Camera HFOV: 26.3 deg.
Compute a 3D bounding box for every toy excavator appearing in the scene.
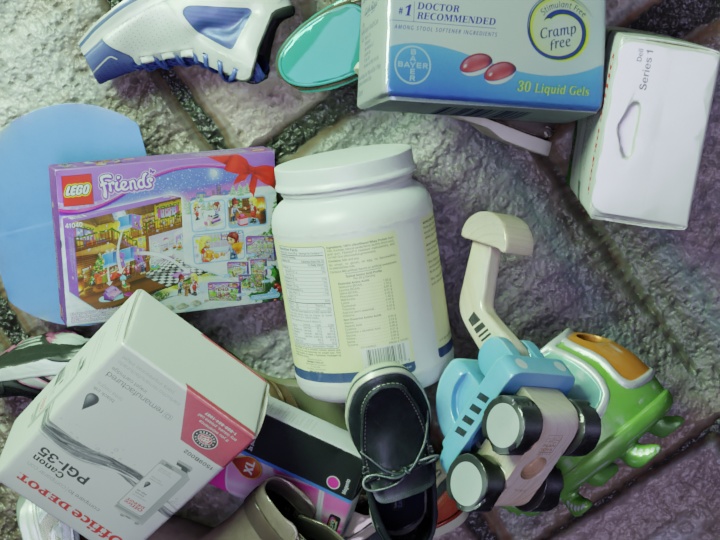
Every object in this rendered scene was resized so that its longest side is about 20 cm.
[{"bbox_3d":[0.114,0.077,1.300,0.099,0.200,0.195,6,125,-41],"label":"toy excavator"}]

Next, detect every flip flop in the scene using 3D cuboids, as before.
[{"bbox_3d":[-0.095,0.124,1.416,0.199,0.058,0.082,27,101,-3],"label":"flip flop"}]

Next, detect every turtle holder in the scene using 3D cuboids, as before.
[{"bbox_3d":[0.186,0.137,1.382,0.132,0.141,0.186,51,135,7],"label":"turtle holder"}]

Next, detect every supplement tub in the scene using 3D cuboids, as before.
[{"bbox_3d":[0.000,0.000,1.343,0.143,0.145,0.202,-8,101,4],"label":"supplement tub"}]

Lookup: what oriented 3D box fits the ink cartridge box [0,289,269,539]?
[{"bbox_3d":[-0.196,0.137,1.323,0.146,0.083,0.200,37,119,-18],"label":"ink cartridge box"}]

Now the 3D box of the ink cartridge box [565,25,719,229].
[{"bbox_3d":[0.230,-0.123,1.282,0.083,0.200,0.148,8,102,0],"label":"ink cartridge box"}]

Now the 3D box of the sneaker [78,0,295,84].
[{"bbox_3d":[-0.139,-0.199,1.337,0.198,0.081,0.116,-29,91,6],"label":"sneaker"}]

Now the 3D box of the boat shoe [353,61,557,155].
[{"bbox_3d":[0.088,-0.158,1.326,0.198,0.072,0.060,20,94,-23],"label":"boat shoe"}]

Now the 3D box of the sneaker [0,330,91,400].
[{"bbox_3d":[-0.253,0.105,1.394,0.198,0.080,0.087,-8,107,23],"label":"sneaker"}]

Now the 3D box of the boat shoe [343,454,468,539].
[{"bbox_3d":[0.001,0.233,1.424,0.198,0.071,0.063,-22,111,4],"label":"boat shoe"}]

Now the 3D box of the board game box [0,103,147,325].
[{"bbox_3d":[-0.257,-0.052,1.393,0.156,0.039,0.202,-15,104,0],"label":"board game box"}]

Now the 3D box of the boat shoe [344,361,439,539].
[{"bbox_3d":[0.032,0.162,1.299,0.074,0.062,0.202,-14,126,-10],"label":"boat shoe"}]

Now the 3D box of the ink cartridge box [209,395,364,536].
[{"bbox_3d":[-0.090,0.160,1.379,0.198,0.037,0.095,24,117,12],"label":"ink cartridge box"}]

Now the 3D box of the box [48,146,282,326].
[{"bbox_3d":[-0.170,-0.032,1.362,0.198,0.039,0.139,-6,102,-20],"label":"box"}]

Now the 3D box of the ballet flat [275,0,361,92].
[{"bbox_3d":[0.017,-0.219,1.338,0.199,0.070,0.068,-33,95,11],"label":"ballet flat"}]

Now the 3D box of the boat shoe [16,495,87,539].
[{"bbox_3d":[-0.259,0.294,1.450,0.064,0.074,0.204,-20,93,10],"label":"boat shoe"}]

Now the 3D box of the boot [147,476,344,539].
[{"bbox_3d":[-0.099,0.238,1.370,0.199,0.070,0.147,32,128,12],"label":"boot"}]

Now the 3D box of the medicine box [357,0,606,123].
[{"bbox_3d":[0.097,-0.226,1.234,0.180,0.103,0.203,2,89,-12],"label":"medicine box"}]
